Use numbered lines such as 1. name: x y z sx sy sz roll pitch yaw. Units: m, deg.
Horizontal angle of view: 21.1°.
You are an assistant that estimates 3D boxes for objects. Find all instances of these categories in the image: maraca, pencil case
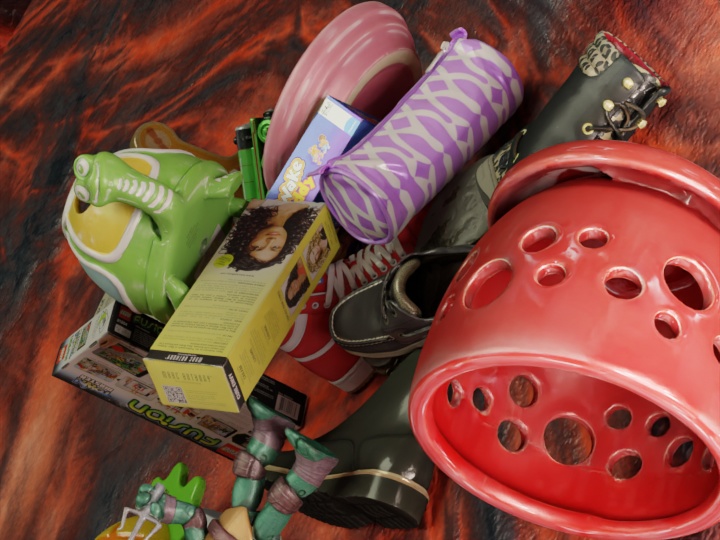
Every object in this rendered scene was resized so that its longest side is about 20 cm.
1. maraca: -0.193 0.266 1.704 0.137 0.107 0.201 23 86 59
2. pencil case: 0.050 -0.109 1.561 0.200 0.086 0.084 -48 20 -29

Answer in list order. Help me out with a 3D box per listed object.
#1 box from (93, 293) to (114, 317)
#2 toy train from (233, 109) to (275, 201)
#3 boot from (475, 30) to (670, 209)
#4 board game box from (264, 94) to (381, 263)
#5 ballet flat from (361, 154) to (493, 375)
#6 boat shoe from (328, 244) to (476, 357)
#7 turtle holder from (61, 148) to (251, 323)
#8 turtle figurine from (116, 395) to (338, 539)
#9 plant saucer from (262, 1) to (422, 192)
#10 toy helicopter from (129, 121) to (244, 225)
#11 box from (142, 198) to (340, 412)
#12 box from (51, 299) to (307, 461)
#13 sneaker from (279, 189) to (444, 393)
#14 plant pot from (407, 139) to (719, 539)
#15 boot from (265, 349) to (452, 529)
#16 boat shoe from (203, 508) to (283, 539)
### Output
1. box: -0.207 0.054 1.997 0.069 0.082 0.200 -62 22 -2
2. toy train: -0.082 -0.046 1.773 0.056 0.042 0.202 -7 90 28
3. boot: 0.163 -0.076 1.389 0.154 0.073 0.204 -51 27 17
4. board game box: -0.030 -0.040 1.666 0.045 0.134 0.201 37 100 31
5. ballet flat: 0.070 -0.002 1.538 0.067 0.046 0.201 33 93 44
6. boat shoe: 0.047 0.017 1.469 0.199 0.065 0.072 -14 66 38
7. turtle holder: -0.175 -0.031 1.560 0.185 0.131 0.142 -28 -44 -70
8. turtle figurine: -0.102 0.202 1.448 0.149 0.101 0.201 31 89 31
9. plant saucer: -0.007 -0.138 1.716 0.051 0.200 0.201 30 92 22
10. toy helicopter: -0.127 -0.078 1.828 0.079 0.199 0.133 129 162 -61
11. box: -0.090 0.023 1.514 0.075 0.050 0.200 3 42 26
12. box: -0.158 0.101 1.694 0.110 0.199 0.035 -33 37 48
13. sneaker: 0.000 0.000 1.587 0.201 0.112 0.071 -55 25 15
14. plant pot: 0.147 0.036 1.151 0.200 0.200 0.183 -28 33 52
15. boot: 0.005 0.125 1.510 0.199 0.077 0.139 0 60 50
16. boat shoe: -0.095 0.246 1.567 0.199 0.073 0.069 13 84 59
